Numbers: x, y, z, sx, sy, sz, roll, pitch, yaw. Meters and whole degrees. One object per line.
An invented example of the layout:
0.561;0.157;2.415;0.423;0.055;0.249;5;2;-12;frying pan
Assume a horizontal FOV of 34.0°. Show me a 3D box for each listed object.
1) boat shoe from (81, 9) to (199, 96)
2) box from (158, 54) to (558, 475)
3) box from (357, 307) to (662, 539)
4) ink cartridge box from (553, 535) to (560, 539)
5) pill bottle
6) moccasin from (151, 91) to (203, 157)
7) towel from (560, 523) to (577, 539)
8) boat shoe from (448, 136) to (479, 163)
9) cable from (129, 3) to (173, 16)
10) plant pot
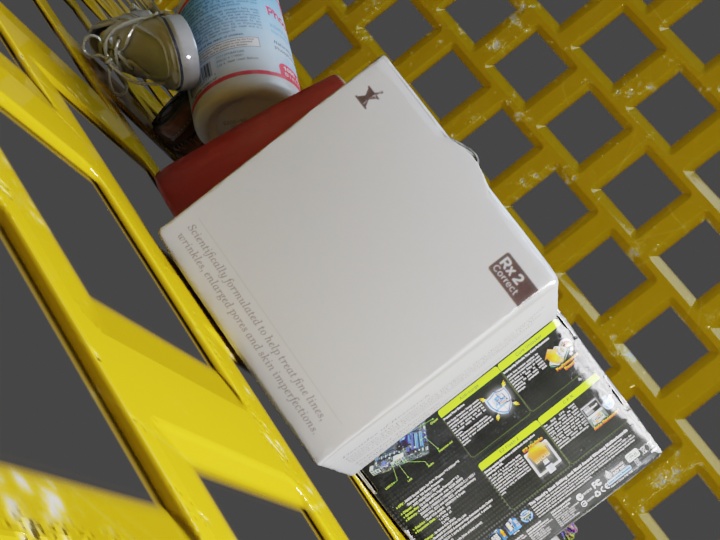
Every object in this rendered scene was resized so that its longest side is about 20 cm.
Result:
-0.221;-0.211;1.123;0.202;0.085;0.076;36;-44;55;boat shoe
0.004;0.002;0.818;0.200;0.199;0.131;53;0;16;box
0.097;0.122;0.904;0.194;0.199;0.048;51;3;-5;box
0.148;0.269;1.248;0.201;0.085;0.146;51;2;0;ink cartridge box
-0.125;-0.223;1.167;0.109;0.108;0.202;50;23;-57;pill bottle
-0.173;-0.144;1.254;0.078;0.074;0.201;45;-6;1;moccasin
0.176;0.220;1.246;0.144;0.023;0.200;53;2;22;towel
0.030;-0.136;1.199;0.198;0.071;0.073;18;52;-17;boat shoe
-0.176;-0.219;1.290;0.097;0.051;0.200;34;-3;31;cable
-0.047;-0.057;1.003;0.201;0.177;0.200;53;2;-3;plant pot
